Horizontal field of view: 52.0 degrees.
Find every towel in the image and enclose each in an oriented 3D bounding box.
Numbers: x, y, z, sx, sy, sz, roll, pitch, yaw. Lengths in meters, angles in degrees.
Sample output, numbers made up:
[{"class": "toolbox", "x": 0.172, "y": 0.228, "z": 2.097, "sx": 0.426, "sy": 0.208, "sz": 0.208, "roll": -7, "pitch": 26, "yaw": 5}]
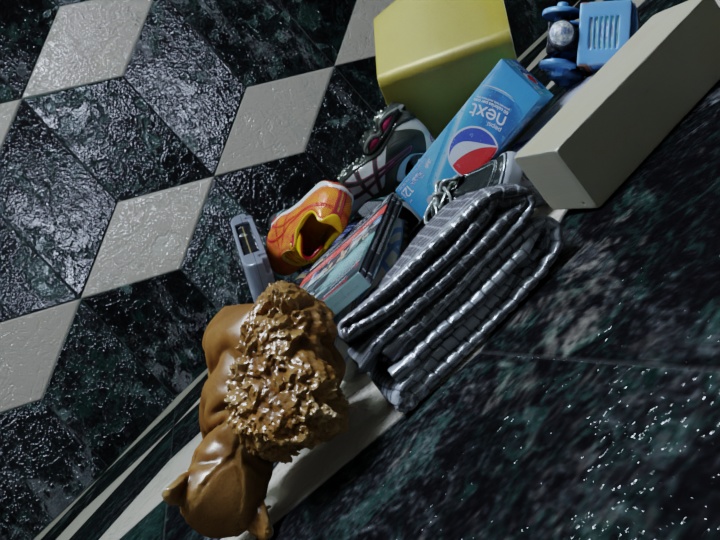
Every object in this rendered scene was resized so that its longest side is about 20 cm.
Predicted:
[{"class": "towel", "x": 0.065, "y": 0.011, "z": 0.636, "sx": 0.200, "sy": 0.086, "sz": 0.166, "roll": -44, "pitch": 6, "yaw": -1}]

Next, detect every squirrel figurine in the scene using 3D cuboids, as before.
[{"class": "squirrel figurine", "x": -0.088, "y": 0.118, "z": 0.611, "sx": 0.200, "sy": 0.140, "sz": 0.188, "roll": -52, "pitch": 11, "yaw": 51}]

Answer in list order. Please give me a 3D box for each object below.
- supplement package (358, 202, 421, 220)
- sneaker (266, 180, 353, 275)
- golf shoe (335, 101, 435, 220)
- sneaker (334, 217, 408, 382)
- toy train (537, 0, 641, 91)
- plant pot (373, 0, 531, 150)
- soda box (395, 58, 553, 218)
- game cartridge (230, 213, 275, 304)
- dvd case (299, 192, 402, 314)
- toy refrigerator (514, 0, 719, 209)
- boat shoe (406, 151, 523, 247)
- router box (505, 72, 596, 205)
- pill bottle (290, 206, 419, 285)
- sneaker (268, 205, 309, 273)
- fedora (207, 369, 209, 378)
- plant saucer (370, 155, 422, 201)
[{"class": "supplement package", "x": 0.107, "y": -0.156, "z": 1.172, "sx": 0.191, "sy": 0.147, "sz": 0.200, "roll": -45, "pitch": 7, "yaw": -20}, {"class": "sneaker", "x": -0.077, "y": -0.039, "z": 0.930, "sx": 0.200, "sy": 0.072, "sz": 0.078, "roll": -45, "pitch": 23, "yaw": 54}, {"class": "golf shoe", "x": 0.021, "y": -0.120, "z": 0.968, "sx": 0.201, "sy": 0.088, "sz": 0.077, "roll": -54, "pitch": -3, "yaw": 40}, {"class": "sneaker", "x": -0.001, "y": 0.022, "z": 0.814, "sx": 0.072, "sy": 0.072, "sz": 0.202, "roll": 99, "pitch": -164, "yaw": -68}, {"class": "toy train", "x": 0.285, "y": -0.268, "z": 0.898, "sx": 0.113, "sy": 0.088, "sz": 0.199, "roll": 7, "pitch": 6, "yaw": 24}, {"class": "plant pot", "x": 0.120, "y": -0.272, "z": 0.991, "sx": 0.174, "sy": 0.201, "sz": 0.202, "roll": -13, "pitch": 52, "yaw": 15}, {"class": "soda box", "x": 0.132, "y": -0.149, "z": 0.873, "sx": 0.201, "sy": 0.064, "sz": 0.068, "roll": -51, "pitch": -11, "yaw": 28}, {"class": "game cartridge", "x": -0.135, "y": 0.015, "z": 0.995, "sx": 0.040, "sy": 0.135, "sz": 0.200, "roll": -20, "pitch": 24, "yaw": -7}, {"class": "dvd case", "x": -0.025, "y": 0.003, "z": 0.786, "sx": 0.146, "sy": 0.022, "sz": 0.201, "roll": -41, "pitch": 12, "yaw": 26}, {"class": "toy refrigerator", "x": 0.236, "y": -0.142, "z": 0.647, "sx": 0.200, "sy": 0.070, "sz": 0.076, "roll": -46, "pitch": 14, "yaw": -10}, {"class": "boat shoe", "x": 0.102, "y": -0.065, "z": 0.782, "sx": 0.199, "sy": 0.067, "sz": 0.075, "roll": 129, "pitch": 158, "yaw": -62}, {"class": "router box", "x": 0.228, "y": -0.146, "z": 0.797, "sx": 0.179, "sy": 0.049, "sz": 0.200, "roll": -45, "pitch": 6, "yaw": -7}, {"class": "pill bottle", "x": 0.000, "y": 0.000, "z": 0.993, "sx": 0.200, "sy": 0.112, "sz": 0.112, "roll": -48, "pitch": 8, "yaw": -32}, {"class": "sneaker", "x": -0.056, "y": -0.019, "z": 1.069, "sx": 0.079, "sy": 0.201, "sz": 0.076, "roll": -1, "pitch": 47, "yaw": 48}, {"class": "fedora", "x": -0.127, "y": 0.118, "z": 1.072, "sx": 0.199, "sy": 0.082, "sz": 0.201, "roll": -30, "pitch": 21, "yaw": 12}, {"class": "plant saucer", "x": 0.098, "y": -0.125, "z": 0.997, "sx": 0.197, "sy": 0.071, "sz": 0.019, "roll": 3, "pitch": -6, "yaw": 26}]
